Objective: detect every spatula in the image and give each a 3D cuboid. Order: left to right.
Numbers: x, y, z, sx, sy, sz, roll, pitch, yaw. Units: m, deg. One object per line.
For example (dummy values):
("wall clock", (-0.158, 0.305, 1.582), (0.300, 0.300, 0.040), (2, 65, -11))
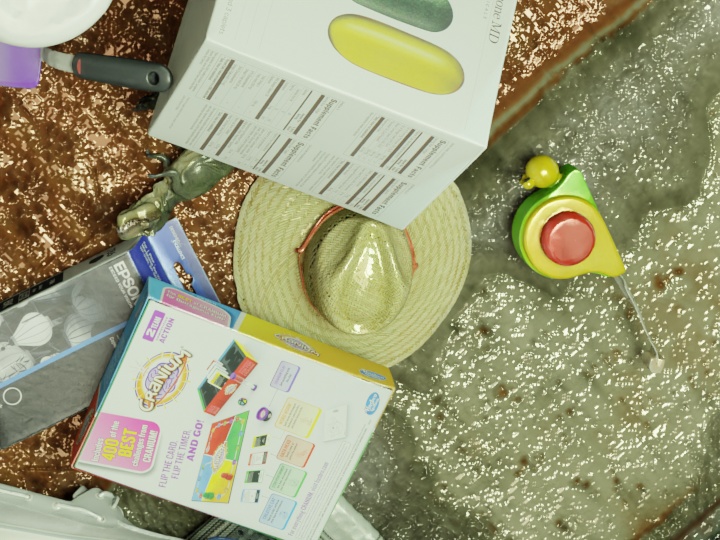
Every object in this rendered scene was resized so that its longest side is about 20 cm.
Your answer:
("spatula", (-0.204, -0.146, 1.236), (0.021, 0.200, 0.057), (-15, 114, -48))

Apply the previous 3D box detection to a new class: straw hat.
("straw hat", (0.000, 0.000, 1.336), (0.201, 0.085, 0.201), (-2, 105, -8))

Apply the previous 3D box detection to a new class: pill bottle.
("pill bottle", (-0.217, -0.218, 1.183), (0.116, 0.200, 0.116), (-2, 105, -8))

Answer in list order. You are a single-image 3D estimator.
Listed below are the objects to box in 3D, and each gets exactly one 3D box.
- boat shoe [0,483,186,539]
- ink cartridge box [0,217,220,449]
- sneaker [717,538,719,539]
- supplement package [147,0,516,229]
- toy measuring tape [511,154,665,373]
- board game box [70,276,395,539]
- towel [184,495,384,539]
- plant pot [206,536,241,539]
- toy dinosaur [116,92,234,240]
("boat shoe", (-0.217, 0.199, 1.369), (0.200, 0.072, 0.069), (7, 64, -4))
("ink cartridge box", (-0.206, 0.048, 1.342), (0.200, 0.039, 0.099), (-28, 107, -1))
("sneaker", (0.231, 0.270, 1.448), (0.200, 0.081, 0.088), (-32, 109, 0))
("supplement package", (-0.018, -0.152, 1.229), (0.200, 0.151, 0.152), (20, 63, -14))
("toy measuring tape", (0.168, 0.003, 1.373), (0.074, 0.074, 0.200), (-27, 107, -1))
("board game box", (-0.096, 0.110, 1.332), (0.200, 0.040, 0.153), (22, 108, -15))
("towel", (-0.058, 0.270, 1.427), (0.193, 0.035, 0.200), (-40, 108, 3))
("plant pot", (-0.053, 0.319, 1.324), (0.200, 0.180, 0.200), (12, 114, -14))
("toy dinosaur", (-0.111, -0.104, 1.315), (0.200, 0.047, 0.088), (-34, 111, -4))
